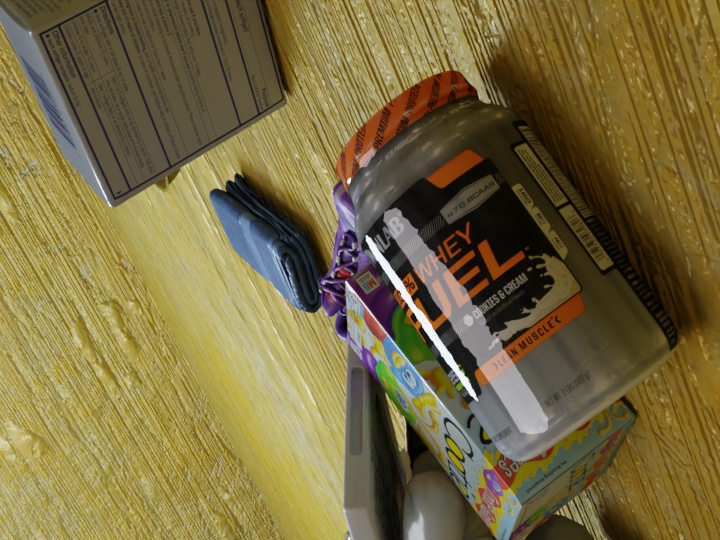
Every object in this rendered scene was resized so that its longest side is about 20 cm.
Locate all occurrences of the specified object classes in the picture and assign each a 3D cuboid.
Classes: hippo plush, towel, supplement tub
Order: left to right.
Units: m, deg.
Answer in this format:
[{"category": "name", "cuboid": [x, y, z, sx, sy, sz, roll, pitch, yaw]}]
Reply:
[{"category": "towel", "cuboid": [-0.107, -0.033, 1.168, 0.199, 0.048, 0.113, 37, 152, 49]}, {"category": "supplement tub", "cuboid": [0.078, -0.005, 0.566, 0.202, 0.121, 0.123, 55, 163, 11]}, {"category": "hippo plush", "cuboid": [0.113, 0.228, 0.756, 0.201, 0.157, 0.162, -67, -22, -63]}]

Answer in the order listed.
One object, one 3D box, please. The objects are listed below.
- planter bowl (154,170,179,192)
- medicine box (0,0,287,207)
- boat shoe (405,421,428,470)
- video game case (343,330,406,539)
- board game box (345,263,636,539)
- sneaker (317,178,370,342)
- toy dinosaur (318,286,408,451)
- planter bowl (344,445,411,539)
[{"category": "planter bowl", "cuboid": [-0.261, -0.208, 1.245, 0.201, 0.083, 0.202, 52, 162, 23]}, {"category": "medicine box", "cuboid": [-0.183, -0.192, 0.853, 0.103, 0.198, 0.184, 40, 156, 38]}, {"category": "boat shoe", "cuboid": [0.091, 0.184, 0.929, 0.200, 0.066, 0.058, 53, -159, -56]}, {"category": "video game case", "cuboid": [0.016, 0.182, 0.820, 0.184, 0.023, 0.203, -90, -11, -49]}, {"category": "board game box", "cuboid": [0.085, 0.078, 0.715, 0.201, 0.102, 0.106, 50, 162, 26]}, {"category": "sneaker", "cuboid": [0.000, 0.000, 0.861, 0.081, 0.083, 0.202, 45, 158, 34]}, {"category": "toy dinosaur", "cuboid": [0.018, 0.080, 1.025, 0.202, 0.058, 0.101, 61, 180, 21]}, {"category": "planter bowl", "cuboid": [0.066, 0.313, 1.117, 0.201, 0.134, 0.201, 51, 162, 23]}]
